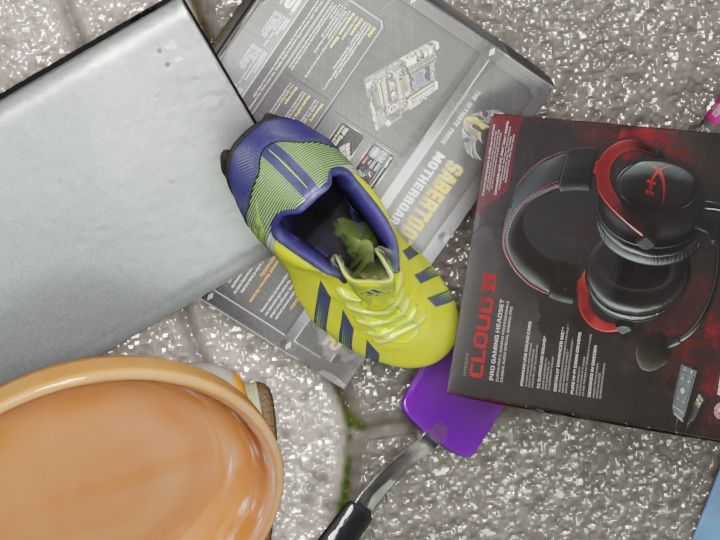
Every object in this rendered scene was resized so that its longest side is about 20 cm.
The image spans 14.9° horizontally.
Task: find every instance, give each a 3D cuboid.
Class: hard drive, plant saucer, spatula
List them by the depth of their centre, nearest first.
[{"bbox_3d":[-0.139,0.113,1.371,0.200,0.037,0.200,-12,134,-13],"label":"plant saucer"},{"bbox_3d":[-0.143,-0.031,1.390,0.200,0.033,0.140,-30,106,2],"label":"hard drive"},{"bbox_3d":[0.012,0.118,1.489,0.057,0.021,0.200,38,90,-20],"label":"spatula"}]

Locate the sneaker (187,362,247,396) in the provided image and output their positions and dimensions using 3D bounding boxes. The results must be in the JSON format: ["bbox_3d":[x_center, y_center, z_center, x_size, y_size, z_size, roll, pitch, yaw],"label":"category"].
[{"bbox_3d":[-0.153,0.100,1.416,0.200,0.092,0.076,-25,72,10],"label":"sneaker"}]

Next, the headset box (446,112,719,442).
[{"bbox_3d":[0.134,0.003,1.369,0.075,0.200,0.149,11,89,-48],"label":"headset box"}]

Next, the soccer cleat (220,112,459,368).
[{"bbox_3d":[-0.001,0.000,1.363,0.065,0.084,0.200,-43,136,-3],"label":"soccer cleat"}]

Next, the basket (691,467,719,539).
[{"bbox_3d":[0.185,0.212,1.468,0.139,0.176,0.200,21,112,-8],"label":"basket"}]

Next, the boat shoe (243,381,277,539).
[{"bbox_3d":[-0.088,0.155,1.475,0.076,0.072,0.200,6,104,-3],"label":"boat shoe"}]

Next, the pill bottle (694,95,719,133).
[{"bbox_3d":[0.208,-0.020,1.444,0.116,0.116,0.200,34,97,-14],"label":"pill bottle"}]

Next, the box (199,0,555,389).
[{"bbox_3d":[-0.019,-0.062,1.439,0.158,0.048,0.200,32,99,-14],"label":"box"}]
